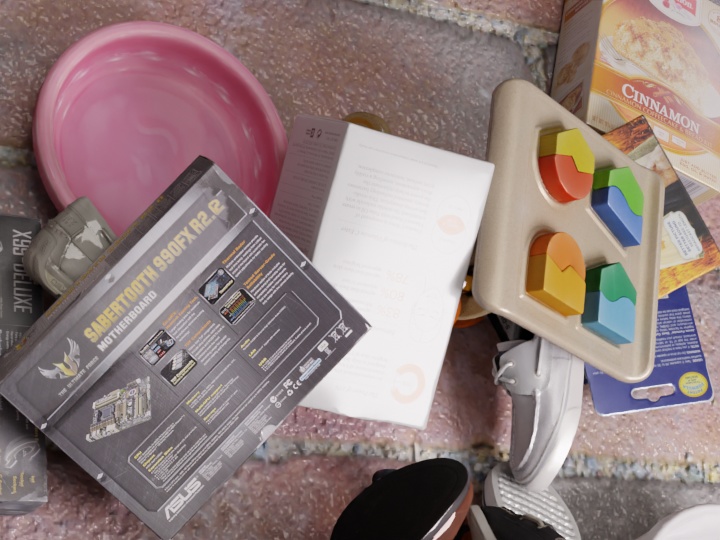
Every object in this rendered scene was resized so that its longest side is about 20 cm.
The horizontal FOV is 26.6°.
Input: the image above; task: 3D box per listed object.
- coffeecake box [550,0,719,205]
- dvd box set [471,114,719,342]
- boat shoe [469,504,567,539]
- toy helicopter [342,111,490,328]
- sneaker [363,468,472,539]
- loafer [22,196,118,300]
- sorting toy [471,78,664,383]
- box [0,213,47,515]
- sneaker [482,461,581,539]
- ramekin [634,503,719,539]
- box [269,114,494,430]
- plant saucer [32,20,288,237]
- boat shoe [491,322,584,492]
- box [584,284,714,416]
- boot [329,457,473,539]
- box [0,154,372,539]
[{"bbox_3d":[0.258,-0.172,1.398,0.153,0.073,0.201,23,60,-21],"label":"coffeecake box"},{"bbox_3d":[0.184,-0.023,1.271,0.199,0.029,0.147,-26,84,-11],"label":"dvd box set"},{"bbox_3d":[0.116,0.200,1.044,0.060,0.200,0.074,-15,93,-5],"label":"boat shoe"},{"bbox_3d":[0.055,-0.054,1.205,0.200,0.132,0.079,51,23,16],"label":"toy helicopter"},{"bbox_3d":[0.001,0.199,1.102,0.199,0.077,0.113,12,61,-39],"label":"sneaker"},{"bbox_3d":[-0.142,0.029,1.047,0.070,0.070,0.200,-52,127,-9],"label":"loafer"},{"bbox_3d":[0.168,-0.029,1.158,0.200,0.036,0.186,25,64,-39],"label":"sorting toy"},{"bbox_3d":[-0.287,0.056,0.990,0.157,0.050,0.201,5,69,-30],"label":"box"},{"bbox_3d":[0.135,0.245,1.163,0.078,0.080,0.200,4,44,-33],"label":"sneaker"},{"bbox_3d":[0.267,0.292,1.206,0.202,0.094,0.203,11,66,-27],"label":"ramekin"},{"bbox_3d":[0.000,0.000,1.107,0.124,0.097,0.201,14,93,-26],"label":"box"},{"bbox_3d":[-0.150,-0.085,1.129,0.200,0.051,0.201,12,65,-26],"label":"plant saucer"},{"bbox_3d":[0.137,0.069,1.190,0.068,0.072,0.201,17,80,-17],"label":"boat shoe"},{"bbox_3d":[0.226,0.025,1.312,0.121,0.032,0.201,-5,73,-20],"label":"box"},{"bbox_3d":[0.047,0.239,1.030,0.189,0.068,0.200,-54,132,-9],"label":"boot"},{"bbox_3d":[-0.116,0.051,0.992,0.200,0.048,0.158,-47,110,-6],"label":"box"}]
